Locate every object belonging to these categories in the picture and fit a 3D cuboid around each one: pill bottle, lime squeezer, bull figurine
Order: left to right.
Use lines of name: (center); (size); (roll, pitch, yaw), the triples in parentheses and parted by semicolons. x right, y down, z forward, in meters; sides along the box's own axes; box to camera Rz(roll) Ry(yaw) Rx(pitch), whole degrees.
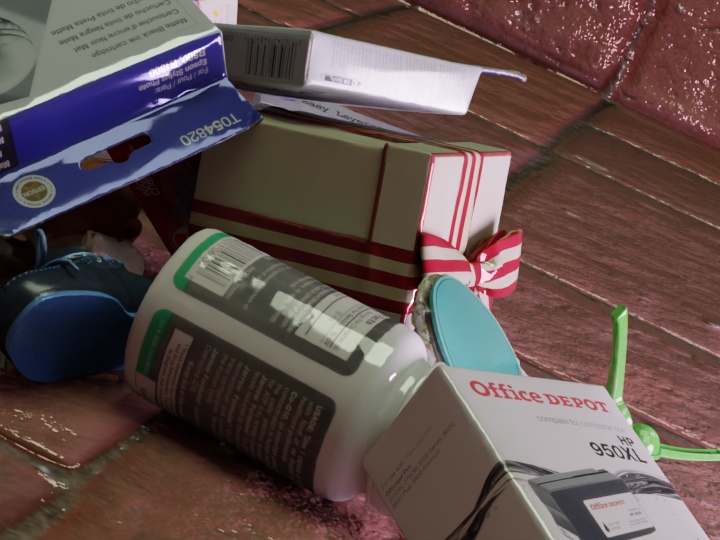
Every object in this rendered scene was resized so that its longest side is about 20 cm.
bull figurine: (-0.199, -0.034, 1.624); (0.121, 0.065, 0.200); (20, 14, -6)
pill bottle: (-0.031, 0.066, 1.426); (0.199, 0.114, 0.113); (28, 14, 15)
lime squeezer: (0.206, 0.107, 1.782); (0.038, 0.071, 0.200); (14, -27, 42)

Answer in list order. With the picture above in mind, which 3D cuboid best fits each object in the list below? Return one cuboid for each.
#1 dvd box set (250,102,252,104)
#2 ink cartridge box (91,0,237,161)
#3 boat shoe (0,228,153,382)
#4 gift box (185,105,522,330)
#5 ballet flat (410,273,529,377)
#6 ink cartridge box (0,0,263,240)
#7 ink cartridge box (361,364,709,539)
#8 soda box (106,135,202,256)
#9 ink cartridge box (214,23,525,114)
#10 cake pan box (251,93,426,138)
dvd box set: (-0.054, -0.075, 1.980); (0.147, 0.029, 0.200); (53, 17, 5)
ink cartridge box: (-0.189, -0.157, 1.910); (0.124, 0.129, 0.200); (6, 10, 14)
boat shoe: (-0.178, 0.023, 1.435); (0.069, 0.084, 0.200); (47, 6, 15)
gift box: (0.000, 0.000, 1.603); (0.186, 0.201, 0.184); (12, 13, 21)
ballet flat: (0.081, 0.091, 1.496); (0.200, 0.064, 0.076); (53, 45, -15)
ink cartridge box: (-0.194, -0.132, 1.525); (0.199, 0.041, 0.200); (-27, 57, -26)
ink cartridge box: (0.111, 0.152, 1.287); (0.144, 0.084, 0.200); (10, 36, -44)
soda box: (-0.117, -0.067, 1.645); (0.063, 0.070, 0.200); (-10, -32, 10)
ink cartridge box: (-0.021, -0.138, 1.683); (0.199, 0.041, 0.199); (6, 3, -39)
cake pan box: (-0.003, -0.063, 1.836); (0.199, 0.053, 0.184); (20, 23, -8)
